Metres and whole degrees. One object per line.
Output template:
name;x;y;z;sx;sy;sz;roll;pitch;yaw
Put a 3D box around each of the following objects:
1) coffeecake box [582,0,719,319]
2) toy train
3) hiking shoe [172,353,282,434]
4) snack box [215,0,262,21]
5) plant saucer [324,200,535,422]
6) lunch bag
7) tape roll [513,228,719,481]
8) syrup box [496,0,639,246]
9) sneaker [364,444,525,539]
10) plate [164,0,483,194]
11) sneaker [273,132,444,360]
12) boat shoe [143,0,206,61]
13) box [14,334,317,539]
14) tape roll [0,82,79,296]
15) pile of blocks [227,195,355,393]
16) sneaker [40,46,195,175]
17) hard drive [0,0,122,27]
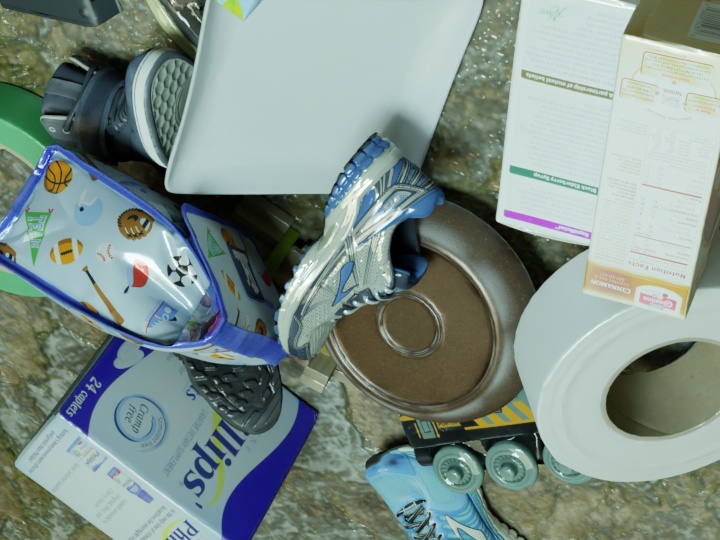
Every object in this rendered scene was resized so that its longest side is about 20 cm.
coffeecake box;0.207;-0.096;0.976;0.073;0.154;0.200;16;133;15
toy train;0.123;0.117;1.253;0.200;0.085;0.114;-11;112;33
hiking shoe;-0.126;0.057;1.299;0.200;0.076;0.101;55;173;16
snack box;-0.108;-0.278;0.973;0.200;0.169;0.068;36;138;-5
plant saucer;0.043;0.037;1.196;0.200;0.032;0.200;12;118;24
lunch bag;-0.154;0.002;1.172;0.200;0.124;0.170;33;-179;19
tape roll;0.216;0.063;1.100;0.202;0.071;0.203;-7;132;-7
syrup box;0.147;-0.121;1.038;0.081;0.079;0.200;16;133;14
sneaker;0.078;0.238;1.366;0.200;0.090;0.078;45;133;-12
plate;-0.031;-0.135;1.093;0.200;0.032;0.200;-1;137;-21
sneaker;0.000;0.000;1.138;0.085;0.077;0.200;31;124;7
boat shoe;-0.125;-0.224;1.095;0.065;0.073;0.200;-22;115;44
box;-0.167;0.150;1.353;0.200;0.184;0.105;38;132;-8
tape roll;-0.310;-0.069;1.337;0.200;0.048;0.201;15;133;16
pile of blocks;-0.054;0.029;1.278;0.082;0.062;0.200;-21;116;38
sneaker;-0.186;-0.129;1.160;0.146;0.077;0.202;24;166;12
hard drive;-0.257;-0.280;1.110;0.140;0.033;0.200;20;139;44
